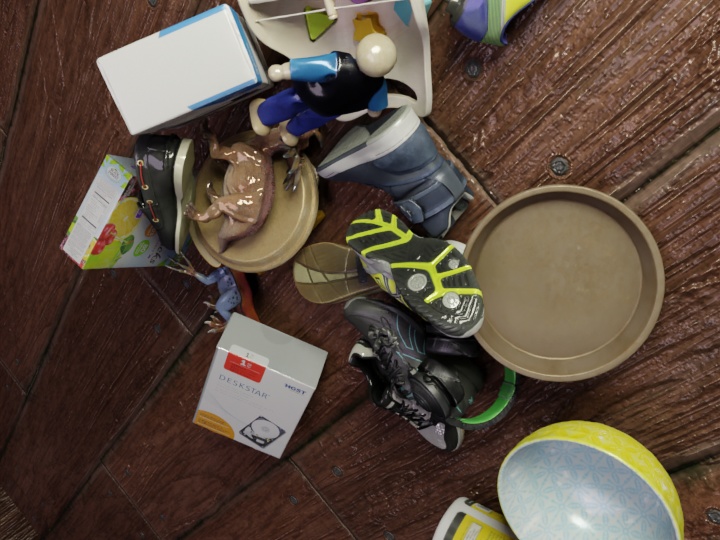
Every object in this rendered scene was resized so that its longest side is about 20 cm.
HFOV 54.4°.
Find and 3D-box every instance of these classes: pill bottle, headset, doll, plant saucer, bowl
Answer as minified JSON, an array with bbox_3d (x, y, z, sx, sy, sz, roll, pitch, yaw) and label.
[{"bbox_3d":[0.198,0.390,0.911,0.199,0.114,0.115,19,125,31],"label":"pill bottle"},{"bbox_3d":[0.099,0.105,0.787,0.199,0.125,0.094,25,171,-15],"label":"headset"},{"bbox_3d":[-0.038,-0.185,0.718,0.199,0.136,0.049,-15,68,48],"label":"doll"},{"bbox_3d":[0.199,0.013,0.705,0.198,0.029,0.202,3,103,13],"label":"plant saucer"},{"bbox_3d":[0.263,0.240,0.777,0.199,0.108,0.202,19,125,29],"label":"bowl"}]

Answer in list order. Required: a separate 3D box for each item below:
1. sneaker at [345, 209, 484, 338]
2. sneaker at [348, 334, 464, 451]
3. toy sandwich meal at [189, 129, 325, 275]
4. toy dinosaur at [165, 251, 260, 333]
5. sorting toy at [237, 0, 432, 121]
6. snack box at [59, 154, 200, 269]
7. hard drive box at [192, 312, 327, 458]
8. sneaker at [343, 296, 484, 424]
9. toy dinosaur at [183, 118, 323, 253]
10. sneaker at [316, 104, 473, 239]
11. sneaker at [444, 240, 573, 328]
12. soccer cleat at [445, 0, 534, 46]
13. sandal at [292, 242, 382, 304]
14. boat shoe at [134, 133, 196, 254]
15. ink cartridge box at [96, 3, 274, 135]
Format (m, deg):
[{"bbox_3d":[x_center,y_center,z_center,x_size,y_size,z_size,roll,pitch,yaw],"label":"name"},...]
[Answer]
[{"bbox_3d":[0.064,0.007,0.732,0.200,0.075,0.077,46,171,44],"label":"sneaker"},{"bbox_3d":[0.054,0.168,0.920,0.201,0.088,0.076,53,133,0],"label":"sneaker"},{"bbox_3d":[-0.138,-0.085,0.930,0.203,0.070,0.208,-1,87,19],"label":"toy sandwich meal"},{"bbox_3d":[-0.190,-0.001,1.057,0.198,0.105,0.182,21,124,-15],"label":"toy dinosaur"},{"bbox_3d":[0.001,-0.238,0.730,0.198,0.107,0.181,5,131,31],"label":"sorting toy"},{"bbox_3d":[-0.291,-0.075,0.954,0.053,0.200,0.143,38,104,16],"label":"snack box"},{"bbox_3d":[-0.157,0.179,1.069,0.155,0.077,0.201,23,131,-3],"label":"hard drive box"},{"bbox_3d":[0.058,0.107,0.854,0.199,0.080,0.075,35,156,2],"label":"sneaker"},{"bbox_3d":[-0.129,-0.102,0.848,0.134,0.086,0.202,17,102,5],"label":"toy dinosaur"},{"bbox_3d":[0.038,-0.097,0.789,0.146,0.077,0.202,45,162,-20],"label":"sneaker"},{"bbox_3d":[0.147,0.038,0.773,0.199,0.082,0.075,25,129,26],"label":"sneaker"},{"bbox_3d":[0.150,-0.291,0.611,0.083,0.065,0.201,24,129,-12],"label":"soccer cleat"},{"bbox_3d":[0.000,0.000,0.890,0.198,0.054,0.081,-10,75,29],"label":"sandal"},{"bbox_3d":[-0.237,-0.092,0.853,0.062,0.074,0.202,11,148,-5],"label":"boat shoe"},{"bbox_3d":[-0.183,-0.220,0.785,0.143,0.200,0.085,-22,103,4],"label":"ink cartridge box"}]
